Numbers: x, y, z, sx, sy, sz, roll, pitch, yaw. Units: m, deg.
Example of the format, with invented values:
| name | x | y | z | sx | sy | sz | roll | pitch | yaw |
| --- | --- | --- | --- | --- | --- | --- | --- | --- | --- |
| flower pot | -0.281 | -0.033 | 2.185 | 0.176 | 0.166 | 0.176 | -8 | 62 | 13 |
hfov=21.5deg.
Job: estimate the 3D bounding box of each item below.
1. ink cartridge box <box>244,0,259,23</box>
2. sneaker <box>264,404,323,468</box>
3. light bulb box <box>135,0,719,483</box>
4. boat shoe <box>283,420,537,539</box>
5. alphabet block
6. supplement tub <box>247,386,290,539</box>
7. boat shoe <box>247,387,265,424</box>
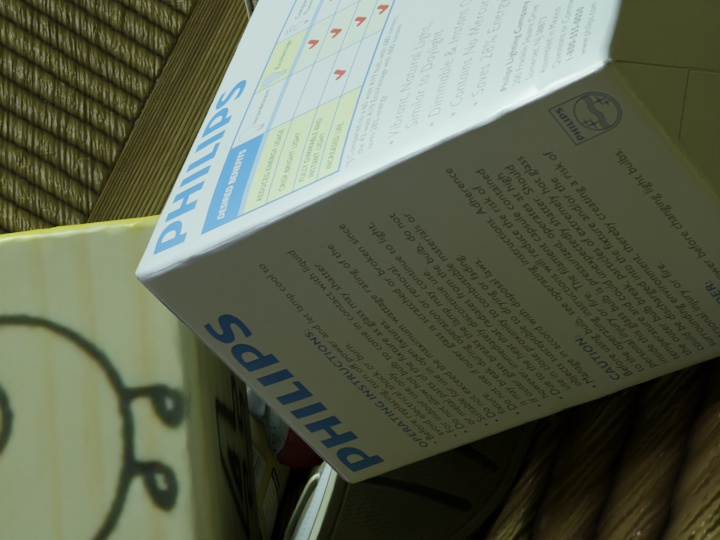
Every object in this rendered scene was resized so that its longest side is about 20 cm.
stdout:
| name | x | y | z | sx | sy | sz | roll | pitch | yaw |
| --- | --- | --- | --- | --- | --- | --- | --- | --- | --- |
| ink cartridge box | 0.023 | -0.158 | 0.887 | 0.163 | 0.076 | 0.200 | -14 | 19 | 0 |
| sneaker | -0.026 | 0.006 | 0.964 | 0.082 | 0.078 | 0.202 | -11 | 59 | 29 |
| light bulb box | 0.054 | -0.056 | 0.681 | 0.199 | 0.125 | 0.199 | -23 | 33 | 36 |
| boat shoe | 0.006 | 0.097 | 0.778 | 0.201 | 0.074 | 0.068 | -61 | 18 | 2 |
| alphabet block | -0.147 | 0.101 | 0.845 | 0.196 | 0.193 | 0.202 | 82 | -179 | -79 |
| supplement tub | -0.107 | 0.093 | 1.071 | 0.145 | 0.144 | 0.201 | -49 | 16 | 40 |
| boat shoe | 0.000 | 0.000 | 1.020 | 0.201 | 0.057 | 0.067 | -64 | -11 | -13 |
